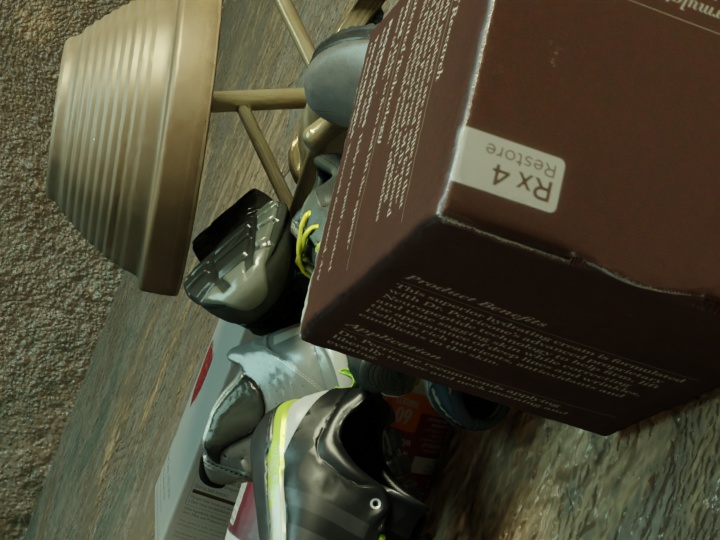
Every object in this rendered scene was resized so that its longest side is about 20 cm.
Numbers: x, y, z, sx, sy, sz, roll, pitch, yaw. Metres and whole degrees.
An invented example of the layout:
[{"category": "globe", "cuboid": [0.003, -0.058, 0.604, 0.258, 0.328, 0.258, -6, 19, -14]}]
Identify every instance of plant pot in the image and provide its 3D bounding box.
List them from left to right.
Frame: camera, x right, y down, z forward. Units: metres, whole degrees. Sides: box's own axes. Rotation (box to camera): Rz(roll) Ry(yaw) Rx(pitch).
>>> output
[{"category": "plant pot", "cuboid": [-0.144, -0.089, 1.186, 0.201, 0.093, 0.201, -172, 90, -83]}]

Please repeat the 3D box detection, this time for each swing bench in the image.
[{"category": "swing bench", "cuboid": [0.019, -0.127, 1.220, 0.130, 0.200, 0.199, 64, 164, 14]}]

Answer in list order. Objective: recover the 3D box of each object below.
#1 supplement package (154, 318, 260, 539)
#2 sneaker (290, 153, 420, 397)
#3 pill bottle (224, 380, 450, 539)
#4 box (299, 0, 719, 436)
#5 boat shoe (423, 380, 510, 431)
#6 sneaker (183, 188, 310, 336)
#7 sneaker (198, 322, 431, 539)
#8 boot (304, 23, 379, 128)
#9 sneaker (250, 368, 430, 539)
[{"category": "supplement package", "cuboid": [-0.060, 0.110, 1.365, 0.121, 0.120, 0.200, -109, 39, -72]}, {"category": "sneaker", "cuboid": [0.000, 0.000, 1.049, 0.200, 0.085, 0.074, -81, -2, -58]}, {"category": "pill bottle", "cuboid": [-0.019, 0.144, 1.163, 0.110, 0.110, 0.200, -158, 86, -78]}, {"category": "box", "cuboid": [0.091, -0.043, 0.823, 0.200, 0.166, 0.164, 140, 147, -66]}, {"category": "boat shoe", "cuboid": [0.079, -0.010, 1.044, 0.062, 0.075, 0.200, -165, 92, -79]}, {"category": "sneaker", "cuboid": [-0.053, 0.002, 1.133, 0.075, 0.079, 0.200, -39, 10, 6]}, {"category": "sneaker", "cuboid": [-0.030, 0.128, 1.081, 0.075, 0.115, 0.200, 13, -117, -72]}, {"category": "boot", "cuboid": [0.020, -0.058, 0.998, 0.200, 0.070, 0.132, 8, 60, 45]}, {"category": "sneaker", "cuboid": [-0.004, 0.142, 0.970, 0.083, 0.072, 0.200, -25, 61, 23]}]
